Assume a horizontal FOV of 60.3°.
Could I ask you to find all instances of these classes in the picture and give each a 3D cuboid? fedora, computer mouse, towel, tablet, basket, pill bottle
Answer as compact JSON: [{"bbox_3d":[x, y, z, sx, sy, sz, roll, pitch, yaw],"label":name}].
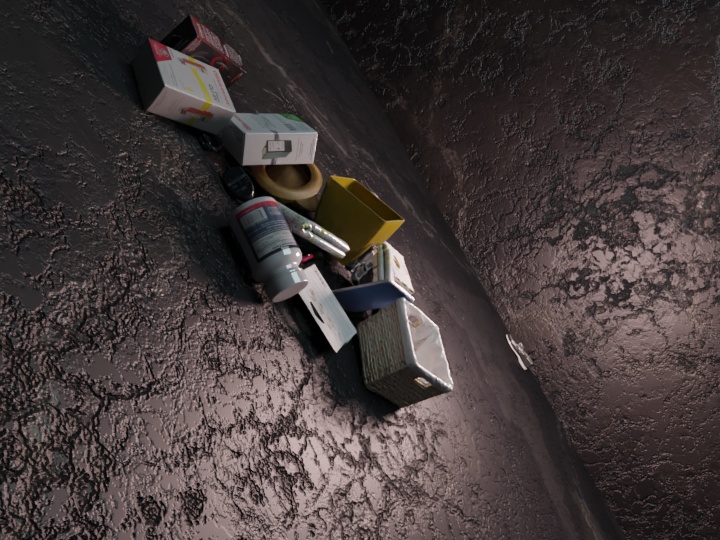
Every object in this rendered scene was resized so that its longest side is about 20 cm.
[{"bbox_3d":[-0.195,-0.230,1.594,0.197,0.082,0.203,16,44,-15],"label":"fedora"},{"bbox_3d":[0.000,0.000,1.715,0.044,0.109,0.201,41,-20,16],"label":"computer mouse"},{"bbox_3d":[-0.136,-0.104,1.511,0.170,0.049,0.199,27,-2,37],"label":"towel"},{"bbox_3d":[0.025,0.066,1.582,0.130,0.197,0.014,37,52,-44],"label":"tablet"},{"bbox_3d":[0.110,0.217,1.573,0.198,0.159,0.203,38,31,-43],"label":"basket"},{"bbox_3d":[-0.316,-0.244,1.454,0.202,0.058,0.034,55,-21,5],"label":"computer mouse"},{"bbox_3d":[0.075,0.051,1.718,0.202,0.047,0.174,-90,175,-51],"label":"towel"},{"bbox_3d":[-0.193,-0.042,1.318,0.203,0.119,0.119,62,20,12],"label":"pill bottle"}]

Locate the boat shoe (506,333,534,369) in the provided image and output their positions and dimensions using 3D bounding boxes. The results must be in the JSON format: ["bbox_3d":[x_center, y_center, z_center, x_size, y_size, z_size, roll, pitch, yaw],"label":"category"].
[{"bbox_3d":[0.814,0.405,3.159,0.202,0.060,0.075,59,20,4],"label":"boat shoe"}]

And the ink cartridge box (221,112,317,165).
[{"bbox_3d":[-0.227,-0.326,1.528,0.197,0.085,0.146,-7,34,-32],"label":"ink cartridge box"}]

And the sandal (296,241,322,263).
[{"bbox_3d":[-0.146,-0.031,1.494,0.199,0.074,0.046,18,57,-66],"label":"sandal"}]

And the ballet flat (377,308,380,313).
[{"bbox_3d":[0.092,0.105,1.859,0.067,0.066,0.201,54,19,-15],"label":"ballet flat"}]

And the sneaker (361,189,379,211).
[{"bbox_3d":[-0.005,-0.194,1.882,0.082,0.198,0.082,-9,86,-40],"label":"sneaker"}]

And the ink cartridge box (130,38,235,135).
[{"bbox_3d":[-0.396,-0.409,1.394,0.198,0.083,0.147,9,50,-53],"label":"ink cartridge box"}]

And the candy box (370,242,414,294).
[{"bbox_3d":[0.077,-0.017,2.005,0.199,0.071,0.170,39,26,-41],"label":"candy box"}]

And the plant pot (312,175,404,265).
[{"bbox_3d":[-0.024,-0.128,1.723,0.199,0.178,0.200,40,17,12],"label":"plant pot"}]

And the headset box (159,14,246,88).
[{"bbox_3d":[-0.395,-0.501,1.483,0.199,0.147,0.076,22,39,-60],"label":"headset box"}]

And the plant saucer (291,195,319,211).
[{"bbox_3d":[-0.192,-0.243,1.749,0.200,0.035,0.202,47,23,-27],"label":"plant saucer"}]

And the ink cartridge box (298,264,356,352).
[{"bbox_3d":[-0.097,0.094,1.456,0.202,0.043,0.173,58,20,-1],"label":"ink cartridge box"}]
